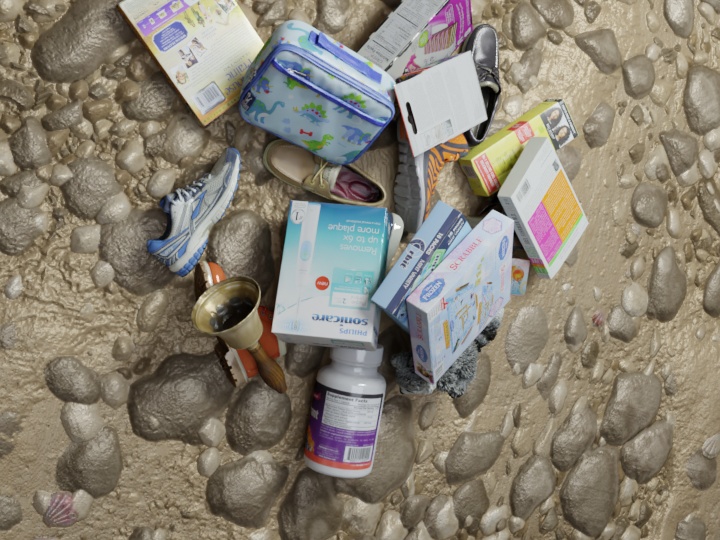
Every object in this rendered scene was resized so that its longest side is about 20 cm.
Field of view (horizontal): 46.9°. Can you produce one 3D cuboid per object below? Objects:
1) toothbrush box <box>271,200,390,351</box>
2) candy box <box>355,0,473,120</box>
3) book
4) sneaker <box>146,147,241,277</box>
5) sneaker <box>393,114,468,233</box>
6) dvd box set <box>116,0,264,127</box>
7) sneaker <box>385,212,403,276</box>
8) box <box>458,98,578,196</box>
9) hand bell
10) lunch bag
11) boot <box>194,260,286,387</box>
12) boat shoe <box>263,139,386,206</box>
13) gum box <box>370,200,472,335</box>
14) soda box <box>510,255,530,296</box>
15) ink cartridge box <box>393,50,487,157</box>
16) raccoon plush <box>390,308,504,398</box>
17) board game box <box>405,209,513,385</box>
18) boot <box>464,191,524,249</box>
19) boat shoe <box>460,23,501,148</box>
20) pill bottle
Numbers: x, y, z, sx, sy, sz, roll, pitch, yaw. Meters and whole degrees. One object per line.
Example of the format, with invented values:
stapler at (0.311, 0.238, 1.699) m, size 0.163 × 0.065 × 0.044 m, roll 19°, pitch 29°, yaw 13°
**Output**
toothbrush box at (-0.040, 0.009, 1.213) m, size 0.146 × 0.085 × 0.201 m, roll 6°, pitch 77°, yaw 8°
candy box at (0.083, -0.341, 1.241) m, size 0.061 × 0.136 × 0.200 m, roll 38°, pitch 82°, yaw 19°
book at (0.298, -0.099, 1.354) m, size 0.134 × 0.048 × 0.200 m, roll -56°, pitch 133°, yaw -25°
sneaker at (-0.239, -0.094, 1.188) m, size 0.085 × 0.077 × 0.200 m, roll 29°, pitch 87°, yaw -18°
sneaker at (0.118, -0.159, 1.316) m, size 0.112 × 0.078 × 0.201 m, roll -10°, pitch 114°, yaw -32°
dvd box set at (-0.226, -0.328, 1.180) m, size 0.146 × 0.029 × 0.200 m, roll -39°, pitch 109°, yaw -12°
sneaker at (0.000, 0.000, 1.300) m, size 0.084 × 0.075 × 0.201 m, roll 15°, pitch 86°, yaw -16°
box at (0.262, -0.205, 1.377) m, size 0.200 × 0.050 × 0.075 m, roll -33°, pitch 109°, yaw -13°
hand bell at (-0.152, 0.114, 1.191) m, size 0.104 × 0.104 × 0.200 m, roll -36°, pitch 132°, yaw -13°
lunch bag at (-0.058, -0.244, 1.155) m, size 0.200 × 0.161 × 0.083 m, roll 27°, pitch 48°, yaw -24°
boot at (-0.179, 0.064, 1.239) m, size 0.107 × 0.075 × 0.201 m, roll -26°, pitch 115°, yaw -19°
boat shoe at (-0.048, -0.147, 1.257) m, size 0.199 × 0.066 × 0.074 m, roll 17°, pitch 91°, yaw -22°
gum box at (0.109, 0.012, 1.217) m, size 0.170 × 0.045 × 0.200 m, roll -55°, pitch 153°, yaw -4°
soda box at (0.174, 0.000, 1.364) m, size 0.199 × 0.068 × 0.064 m, roll 6°, pitch 96°, yaw -21°
ink cartridge box at (0.105, -0.243, 1.215) m, size 0.200 × 0.050 × 0.109 m, roll -33°, pitch 112°, yaw -42°
raccoon plush at (0.129, 0.117, 1.322) m, size 0.134 × 0.097 × 0.200 m, roll 21°, pitch 95°, yaw -52°
board game box at (0.150, 0.043, 1.222) m, size 0.199 × 0.041 × 0.200 m, roll -44°, pitch 150°, yaw -23°
boot at (0.212, -0.094, 1.351) m, size 0.200 × 0.075 × 0.097 m, roll 9°, pitch 94°, yaw -44°
boat shoe at (0.195, -0.296, 1.330) m, size 0.072 × 0.065 × 0.201 m, roll 9°, pitch 94°, yaw -22°
pill bottle at (-0.020, 0.210, 1.296) m, size 0.111 × 0.111 × 0.201 m, roll 8°, pitch 94°, yaw -22°
